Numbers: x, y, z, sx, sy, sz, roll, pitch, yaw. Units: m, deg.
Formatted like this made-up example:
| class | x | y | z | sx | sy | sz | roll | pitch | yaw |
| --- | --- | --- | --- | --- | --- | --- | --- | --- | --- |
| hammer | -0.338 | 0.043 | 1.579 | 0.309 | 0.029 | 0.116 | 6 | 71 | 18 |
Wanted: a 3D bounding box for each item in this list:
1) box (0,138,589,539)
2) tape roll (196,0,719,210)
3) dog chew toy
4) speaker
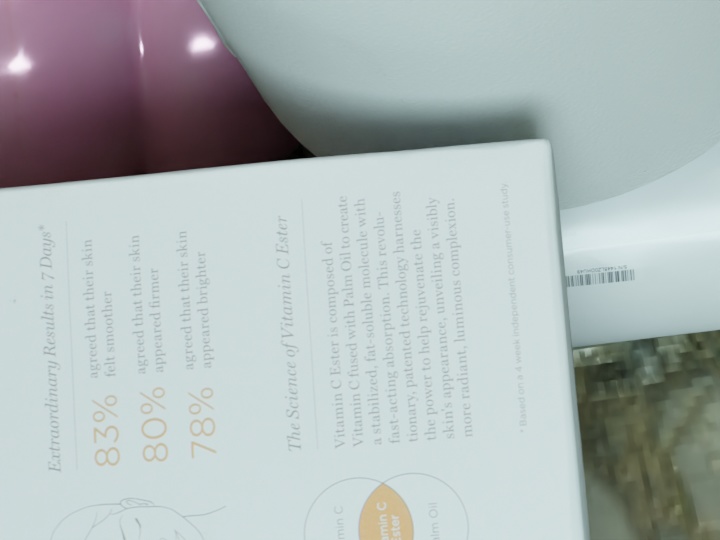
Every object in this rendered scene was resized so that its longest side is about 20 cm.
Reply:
| class | x | y | z | sx | sy | sz | roll | pitch | yaw |
| --- | --- | --- | --- | --- | --- | --- | --- | --- | --- |
| box | -0.040 | 0.043 | 0.707 | 0.199 | 0.097 | 0.125 | -5 | 78 | 5 |
| tape roll | 0.035 | -0.134 | 0.740 | 0.202 | 0.139 | 0.203 | -7 | 65 | 15 |
| dog chew toy | -0.066 | -0.079 | 0.872 | 0.199 | 0.125 | 0.125 | -5 | 42 | -7 |
| speaker | 0.149 | -0.026 | 0.796 | 0.199 | 0.081 | 0.081 | -7 | 42 | 3 |
